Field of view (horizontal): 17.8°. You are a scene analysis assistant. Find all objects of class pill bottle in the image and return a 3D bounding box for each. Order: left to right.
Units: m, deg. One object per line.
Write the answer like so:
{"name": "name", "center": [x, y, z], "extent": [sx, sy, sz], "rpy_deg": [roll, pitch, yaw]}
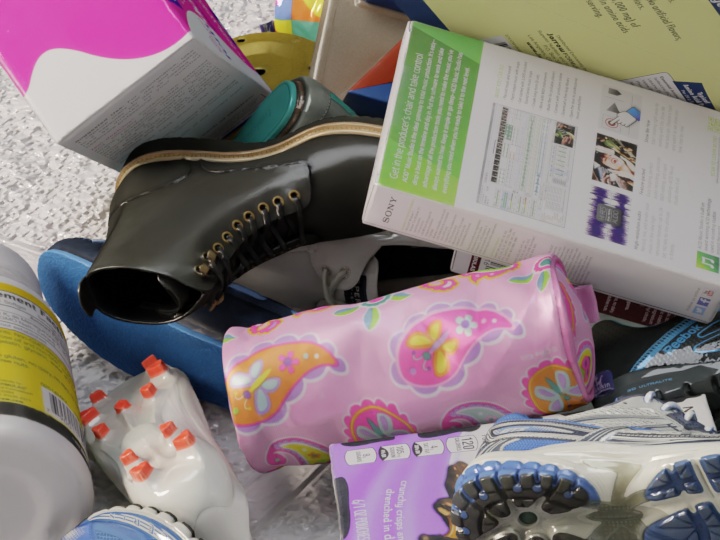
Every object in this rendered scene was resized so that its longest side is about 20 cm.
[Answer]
{"name": "pill bottle", "center": [-0.213, 0.073, 1.262], "extent": [0.114, 0.114, 0.200], "rpy_deg": [-12, 35, -7]}

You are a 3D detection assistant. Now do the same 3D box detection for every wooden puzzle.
{"name": "wooden puzzle", "center": [0.065, -0.141, 1.476], "extent": [0.185, 0.046, 0.200], "rpy_deg": [14, 55, -8]}

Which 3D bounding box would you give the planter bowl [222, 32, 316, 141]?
{"name": "planter bowl", "center": [-0.063, -0.099, 1.507], "extent": [0.200, 0.084, 0.200], "rpy_deg": [-4, 36, 3]}

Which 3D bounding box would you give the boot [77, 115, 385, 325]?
{"name": "boot", "center": [-0.050, -0.017, 1.280], "extent": [0.200, 0.078, 0.138], "rpy_deg": [-7, 30, 15]}

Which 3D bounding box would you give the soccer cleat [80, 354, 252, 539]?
{"name": "soccer cleat", "center": [-0.104, 0.106, 1.246], "extent": [0.069, 0.078, 0.200], "rpy_deg": [-34, 19, -4]}

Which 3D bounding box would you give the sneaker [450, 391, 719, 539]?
{"name": "sneaker", "center": [0.146, 0.092, 1.084], "extent": [0.200, 0.077, 0.085], "rpy_deg": [2, 33, 11]}

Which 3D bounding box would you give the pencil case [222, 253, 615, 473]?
{"name": "pencil case", "center": [0.028, 0.049, 1.216], "extent": [0.200, 0.087, 0.087], "rpy_deg": [-15, 34, 11]}

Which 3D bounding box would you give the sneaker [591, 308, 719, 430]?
{"name": "sneaker", "center": [0.220, 0.043, 1.255], "extent": [0.200, 0.073, 0.082], "rpy_deg": [-9, 46, -3]}

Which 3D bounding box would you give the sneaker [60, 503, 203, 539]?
{"name": "sneaker", "center": [-0.098, 0.185, 1.115], "extent": [0.089, 0.079, 0.200], "rpy_deg": [-25, 39, -28]}

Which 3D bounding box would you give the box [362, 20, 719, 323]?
{"name": "box", "center": [0.108, -0.057, 1.271], "extent": [0.200, 0.036, 0.144], "rpy_deg": [17, 45, -4]}

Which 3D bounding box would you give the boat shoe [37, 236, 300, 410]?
{"name": "boat shoe", "center": [-0.096, 0.032, 1.344], "extent": [0.200, 0.084, 0.069], "rpy_deg": [29, 47, 18]}

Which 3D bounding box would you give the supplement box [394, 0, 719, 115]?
{"name": "supplement box", "center": [0.157, -0.177, 1.337], "extent": [0.200, 0.200, 0.134], "rpy_deg": [-8, 53, 35]}

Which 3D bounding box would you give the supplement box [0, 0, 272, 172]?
{"name": "supplement box", "center": [-0.137, -0.127, 1.358], "extent": [0.103, 0.200, 0.101], "rpy_deg": [-37, 80, 7]}

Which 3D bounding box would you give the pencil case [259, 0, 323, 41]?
{"name": "pencil case", "center": [0.032, -0.181, 1.607], "extent": [0.200, 0.088, 0.088], "rpy_deg": [6, 37, 16]}

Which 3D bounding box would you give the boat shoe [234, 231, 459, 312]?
{"name": "boat shoe", "center": [0.000, 0.000, 1.372], "extent": [0.200, 0.072, 0.066], "rpy_deg": [-4, 36, -4]}

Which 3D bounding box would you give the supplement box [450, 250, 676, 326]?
{"name": "supplement box", "center": [0.162, -0.026, 1.333], "extent": [0.200, 0.061, 0.109], "rpy_deg": [15, 42, 1]}

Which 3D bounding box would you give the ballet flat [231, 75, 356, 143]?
{"name": "ballet flat", "center": [-0.076, -0.042, 1.409], "extent": [0.200, 0.064, 0.067], "rpy_deg": [-38, 39, 32]}

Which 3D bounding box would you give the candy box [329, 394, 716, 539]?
{"name": "candy box", "center": [0.092, 0.149, 1.136], "extent": [0.200, 0.072, 0.168], "rpy_deg": [-8, 35, -2]}
